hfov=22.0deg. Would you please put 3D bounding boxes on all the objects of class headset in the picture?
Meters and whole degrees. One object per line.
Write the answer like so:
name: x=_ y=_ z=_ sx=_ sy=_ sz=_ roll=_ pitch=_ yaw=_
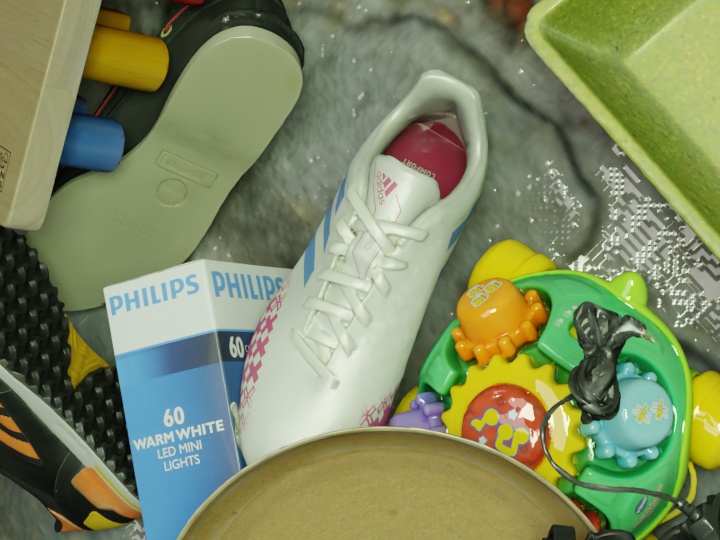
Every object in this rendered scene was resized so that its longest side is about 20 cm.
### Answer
headset: x=0.113 y=0.113 z=0.694 sx=0.123 sy=0.094 sz=0.201 roll=-14 pitch=121 yaw=16

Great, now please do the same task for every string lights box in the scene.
string lights box: x=-0.053 y=0.101 z=0.854 sx=0.059 sy=0.103 sz=0.201 roll=-15 pitch=81 yaw=25

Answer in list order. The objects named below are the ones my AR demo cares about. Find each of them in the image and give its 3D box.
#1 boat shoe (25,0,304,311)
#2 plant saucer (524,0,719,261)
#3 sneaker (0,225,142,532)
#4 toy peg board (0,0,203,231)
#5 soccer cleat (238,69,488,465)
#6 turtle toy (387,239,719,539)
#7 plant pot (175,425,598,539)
boat shoe: x=-0.100 y=-0.057 z=0.912 sx=0.201 sy=0.073 sz=0.063 roll=-46 pitch=31 yaw=27
plant saucer: x=0.197 y=-0.077 z=0.690 sx=0.199 sy=0.048 sz=0.200 roll=-39 pitch=71 yaw=1
sneaker: x=-0.174 y=0.054 z=0.891 sx=0.090 sy=0.070 sz=0.200 roll=-26 pitch=115 yaw=29
toy peg board: x=-0.143 y=-0.139 z=0.890 sx=0.200 sy=0.097 sz=0.200 roll=31 pitch=109 yaw=51
soccer cleat: x=0.000 y=0.000 z=0.803 sx=0.069 sy=0.086 sz=0.201 roll=22 pitch=66 yaw=6
turtle toy: x=0.067 y=0.087 z=0.800 sx=0.145 sy=0.101 sz=0.201 roll=34 pitch=103 yaw=23
plant pot: x=0.014 y=0.153 z=0.755 sx=0.198 sy=0.028 sz=0.202 roll=1 pitch=106 yaw=4
